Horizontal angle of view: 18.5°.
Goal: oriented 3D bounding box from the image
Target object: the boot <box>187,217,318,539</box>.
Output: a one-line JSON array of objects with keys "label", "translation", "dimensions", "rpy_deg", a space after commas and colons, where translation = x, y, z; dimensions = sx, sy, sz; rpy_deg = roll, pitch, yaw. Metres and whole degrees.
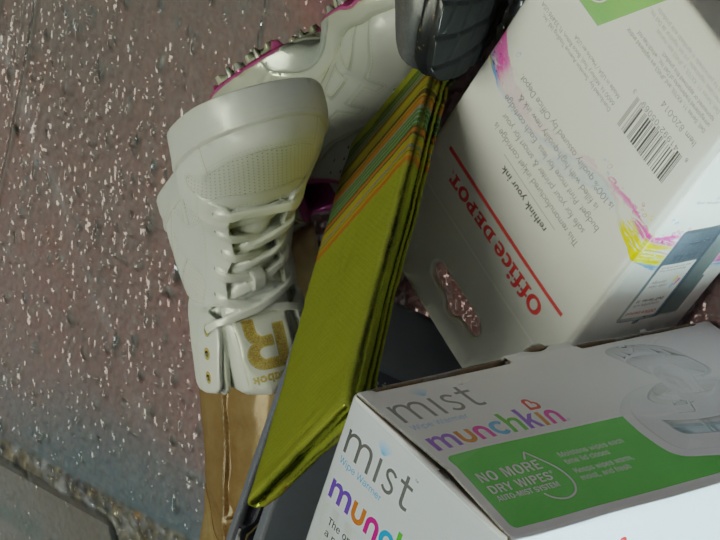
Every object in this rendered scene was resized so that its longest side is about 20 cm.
[{"label": "boot", "translation": [-0.034, 0.075, 1.090], "dimensions": [0.175, 0.066, 0.201], "rpy_deg": [9, 102, 49]}]

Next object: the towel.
[{"label": "towel", "translation": [0.000, 0.000, 0.901], "dimensions": [0.086, 0.018, 0.200], "rpy_deg": [-49, 20, 46]}]

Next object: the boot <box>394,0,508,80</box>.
[{"label": "boot", "translation": [0.001, -0.184, 0.910], "dimensions": [0.131, 0.070, 0.201], "rpy_deg": [9, 99, 26]}]

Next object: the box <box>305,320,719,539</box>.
[{"label": "box", "translation": [0.073, 0.125, 0.865], "dimensions": [0.097, 0.200, 0.177], "rpy_deg": [42, 125, 37]}]

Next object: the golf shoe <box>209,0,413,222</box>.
[{"label": "golf shoe", "translation": [0.011, -0.084, 1.014], "dimensions": [0.200, 0.075, 0.092], "rpy_deg": [-26, 89, 54]}]

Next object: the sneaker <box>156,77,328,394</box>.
[{"label": "sneaker", "translation": [-0.042, -0.006, 0.976], "dimensions": [0.200, 0.073, 0.116], "rpy_deg": [120, 136, -73]}]

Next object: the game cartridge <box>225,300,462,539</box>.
[{"label": "game cartridge", "translation": [0.009, 0.120, 0.955], "dimensions": [0.041, 0.133, 0.201], "rpy_deg": [-12, 56, 63]}]

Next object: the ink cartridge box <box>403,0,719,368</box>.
[{"label": "ink cartridge box", "translation": [0.099, -0.043, 0.907], "dimensions": [0.117, 0.067, 0.200], "rpy_deg": [59, 134, 27]}]
